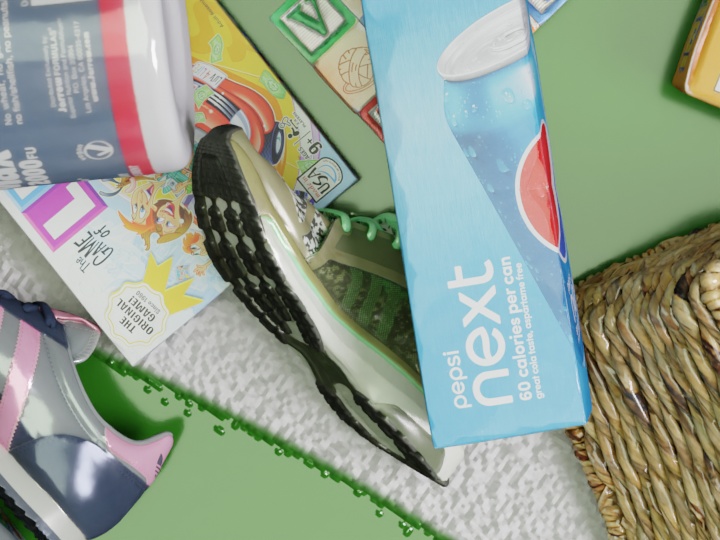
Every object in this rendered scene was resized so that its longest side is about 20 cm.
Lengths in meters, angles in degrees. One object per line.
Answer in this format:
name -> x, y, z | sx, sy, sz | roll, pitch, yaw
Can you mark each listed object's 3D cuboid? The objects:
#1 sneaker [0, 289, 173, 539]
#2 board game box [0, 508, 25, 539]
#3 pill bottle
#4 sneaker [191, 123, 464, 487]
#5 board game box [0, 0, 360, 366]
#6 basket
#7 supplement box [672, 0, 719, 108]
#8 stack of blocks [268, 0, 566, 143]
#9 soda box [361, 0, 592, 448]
sneaker -> -0.166, 0.031, 1.201 | 0.082, 0.070, 0.201 | -37, 95, -12
board game box -> -0.176, 0.215, 1.205 | 0.147, 0.064, 0.200 | -39, 90, 3
pill bottle -> -0.176, -0.091, 1.126 | 0.198, 0.120, 0.121 | -6, 93, 3
sneaker -> 0.000, 0.000, 1.174 | 0.089, 0.077, 0.200 | -47, 120, -17
board game box -> -0.113, -0.077, 1.202 | 0.134, 0.034, 0.200 | -39, 91, 4
basket -> 0.194, 0.073, 1.181 | 0.142, 0.149, 0.201 | -25, 92, -30
supplement box -> 0.241, -0.073, 1.177 | 0.199, 0.067, 0.069 | 24, 96, 1
stack of blocks -> 0.051, -0.159, 1.181 | 0.200, 0.059, 0.115 | -44, 91, 3
soda box -> 0.050, -0.031, 1.122 | 0.067, 0.064, 0.202 | -9, 92, 7
